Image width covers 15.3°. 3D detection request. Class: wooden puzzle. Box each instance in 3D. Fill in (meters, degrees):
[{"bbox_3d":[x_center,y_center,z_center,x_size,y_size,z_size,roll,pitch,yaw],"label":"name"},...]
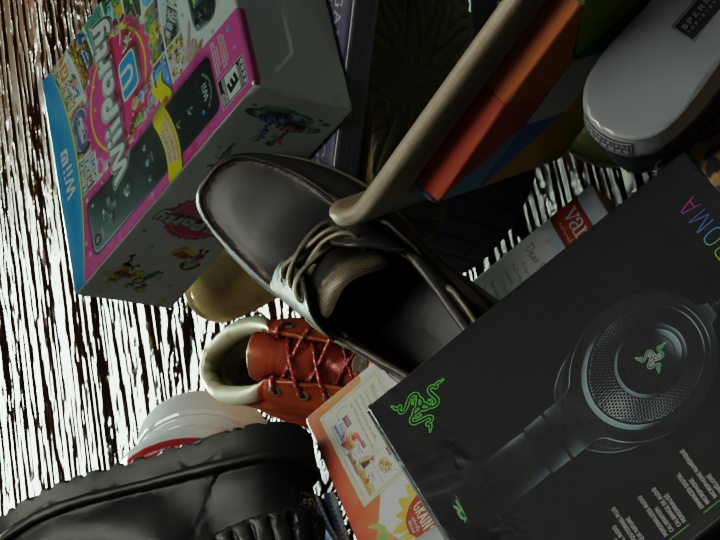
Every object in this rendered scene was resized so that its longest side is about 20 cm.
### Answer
[{"bbox_3d":[0.093,-0.097,1.306,0.037,0.185,0.200,49,122,13],"label":"wooden puzzle"}]

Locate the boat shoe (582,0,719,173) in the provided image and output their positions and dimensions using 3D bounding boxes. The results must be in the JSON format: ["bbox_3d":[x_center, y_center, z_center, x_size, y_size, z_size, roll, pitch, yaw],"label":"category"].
[{"bbox_3d":[0.181,-0.127,1.276,0.200,0.057,0.069,-44,66,-5],"label":"boat shoe"}]

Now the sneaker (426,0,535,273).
[{"bbox_3d":[0.053,-0.090,1.490,0.082,0.074,0.201,-6,67,56],"label":"sneaker"}]

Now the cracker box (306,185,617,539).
[{"bbox_3d":[0.080,0.072,1.354,0.200,0.058,0.134,-40,45,15],"label":"cracker box"}]

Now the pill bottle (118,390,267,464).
[{"bbox_3d":[-0.096,0.163,1.537,0.112,0.112,0.200,-52,19,30],"label":"pill bottle"}]

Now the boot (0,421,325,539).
[{"bbox_3d":[-0.102,0.179,1.371,0.210,0.079,0.159,-22,61,22],"label":"boot"}]

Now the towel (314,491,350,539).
[{"bbox_3d":[-0.018,0.237,1.433,0.145,0.024,0.201,-111,22,-51],"label":"towel"}]

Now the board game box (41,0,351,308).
[{"bbox_3d":[-0.093,-0.095,1.442,0.200,0.064,0.148,-47,46,43],"label":"board game box"}]

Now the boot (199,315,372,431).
[{"bbox_3d":[-0.005,0.059,1.488,0.199,0.107,0.076,-8,70,51],"label":"boot"}]

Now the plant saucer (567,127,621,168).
[{"bbox_3d":[0.159,-0.148,1.392,0.200,0.031,0.201,-24,59,48],"label":"plant saucer"}]

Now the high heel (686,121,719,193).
[{"bbox_3d":[0.208,-0.024,1.238,0.143,0.071,0.200,-52,25,21],"label":"high heel"}]

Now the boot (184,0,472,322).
[{"bbox_3d":[-0.027,-0.073,1.476,0.200,0.066,0.176,-19,57,55],"label":"boot"}]

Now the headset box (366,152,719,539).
[{"bbox_3d":[0.121,0.081,1.172,0.200,0.093,0.174,-38,45,6],"label":"headset box"}]

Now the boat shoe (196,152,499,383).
[{"bbox_3d":[0.000,0.000,1.318,0.199,0.073,0.075,32,92,18],"label":"boat shoe"}]

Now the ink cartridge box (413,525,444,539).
[{"bbox_3d":[0.109,0.164,1.248,0.200,0.084,0.145,-35,47,10],"label":"ink cartridge box"}]

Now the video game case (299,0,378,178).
[{"bbox_3d":[-0.056,-0.090,1.455,0.200,0.019,0.144,4,86,57],"label":"video game case"}]
